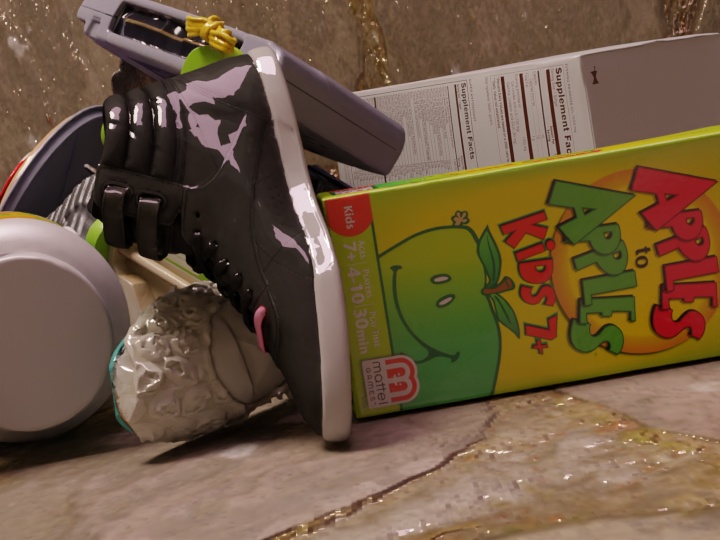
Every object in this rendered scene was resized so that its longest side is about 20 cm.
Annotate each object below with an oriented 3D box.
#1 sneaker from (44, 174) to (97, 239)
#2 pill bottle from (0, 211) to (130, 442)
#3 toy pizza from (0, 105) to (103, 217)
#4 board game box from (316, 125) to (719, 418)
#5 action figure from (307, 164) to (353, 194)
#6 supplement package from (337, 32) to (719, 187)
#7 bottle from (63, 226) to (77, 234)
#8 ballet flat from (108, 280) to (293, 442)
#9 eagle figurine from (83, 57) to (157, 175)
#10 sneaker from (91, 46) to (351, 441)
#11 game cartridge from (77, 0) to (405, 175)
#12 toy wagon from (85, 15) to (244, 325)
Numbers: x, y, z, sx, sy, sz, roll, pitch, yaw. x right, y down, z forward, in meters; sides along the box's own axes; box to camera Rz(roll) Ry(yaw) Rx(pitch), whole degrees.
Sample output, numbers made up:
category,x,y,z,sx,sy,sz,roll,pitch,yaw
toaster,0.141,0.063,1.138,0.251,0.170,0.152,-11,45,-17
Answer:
category,x,y,z,sx,sy,sz,roll,pitch,yaw
sneaker,-0.153,-0.003,1.228,0.115,0.075,0.200,25,-18,-22
pill bottle,-0.176,0.028,0.943,0.110,0.112,0.200,-10,6,-12
toy pizza,-0.239,-0.035,1.356,0.032,0.201,0.200,27,14,10
board game box,0.086,-0.001,0.850,0.199,0.102,0.048,-10,5,-3
action figure,-0.068,-0.032,1.156,0.199,0.105,0.193,28,0,-11
supplement package,0.121,-0.067,1.226,0.199,0.148,0.191,-5,7,39
bottle,-0.260,0.014,1.083,0.199,0.066,0.083,-12,11,-30
ballet flat,-0.045,0.030,0.882,0.071,0.072,0.200,-6,8,27
eagle figurine,-0.145,-0.049,1.354,0.151,0.152,0.200,-31,-22,-32
sneaker,-0.064,-0.006,0.817,0.099,0.201,0.071,-12,-28,-10
game cartridge,-0.069,-0.112,1.105,0.200,0.041,0.133,25,-7,45
toy wagon,-0.084,-0.042,1.013,0.039,0.201,0.155,-12,32,-44
